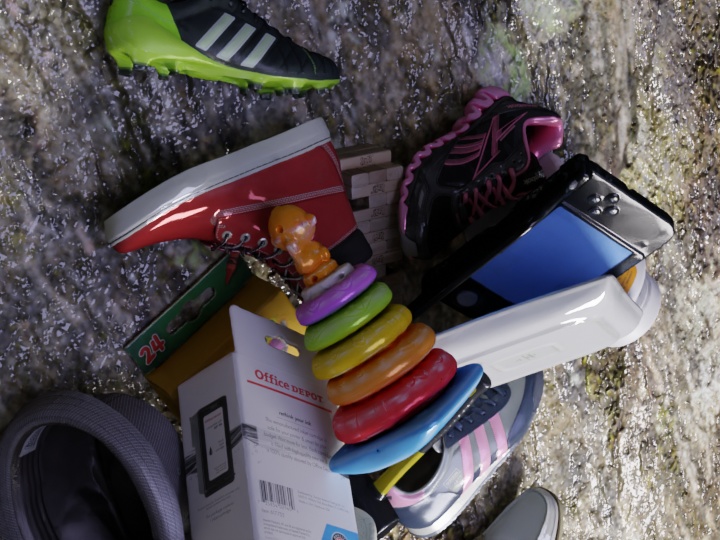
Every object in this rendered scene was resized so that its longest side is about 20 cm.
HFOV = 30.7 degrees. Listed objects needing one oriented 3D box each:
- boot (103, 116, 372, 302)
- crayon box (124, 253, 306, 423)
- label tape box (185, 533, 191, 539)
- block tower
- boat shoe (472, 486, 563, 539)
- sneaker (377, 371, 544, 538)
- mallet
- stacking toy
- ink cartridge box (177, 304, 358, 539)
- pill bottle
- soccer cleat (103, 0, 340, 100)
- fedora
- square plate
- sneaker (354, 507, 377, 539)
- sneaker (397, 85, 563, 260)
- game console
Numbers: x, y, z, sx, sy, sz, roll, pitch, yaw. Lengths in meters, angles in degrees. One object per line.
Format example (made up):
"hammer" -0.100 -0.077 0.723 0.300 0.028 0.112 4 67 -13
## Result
"boot" -0.086 -0.018 1.001 0.198 0.072 0.146 -24 97 -26
"crayon box" -0.088 0.098 1.075 0.127 0.051 0.201 -44 124 -17
"label tape box" -0.118 0.317 1.024 0.063 0.199 0.146 -5 107 -34
"block tower" 0.000 0.000 1.107 0.057 0.054 0.203 -13 111 -31
"boat shoe" 0.127 0.297 1.274 0.068 0.074 0.201 35 83 -43
"sneaker" 0.093 0.149 1.207 0.201 0.070 0.082 -53 131 -12
"mallet" 0.040 0.148 1.127 0.041 0.066 0.201 -13 141 -55
"stacking toy" -0.009 0.038 0.976 0.201 0.115 0.110 57 35 -5
"ink cartridge box" -0.070 0.140 0.982 0.067 0.202 0.115 -31 142 29
"pill bottle" 0.193 -0.012 1.204 0.200 0.111 0.112 39 80 -37
"soccer cleat" -0.096 -0.176 0.981 0.198 0.067 0.082 5 88 -36
"fedora" -0.186 0.174 0.981 0.090 0.175 0.203 -33 117 -57
"square plate" 0.138 0.063 1.112 0.200 0.196 0.029 29 42 -68
"sneaker" -0.031 0.291 1.026 0.201 0.076 0.112 -73 162 -45
"sneaker" 0.105 -0.080 1.103 0.201 0.095 0.080 -52 145 -31
"game console" 0.133 0.012 1.057 0.175 0.200 0.117 29 43 -25
